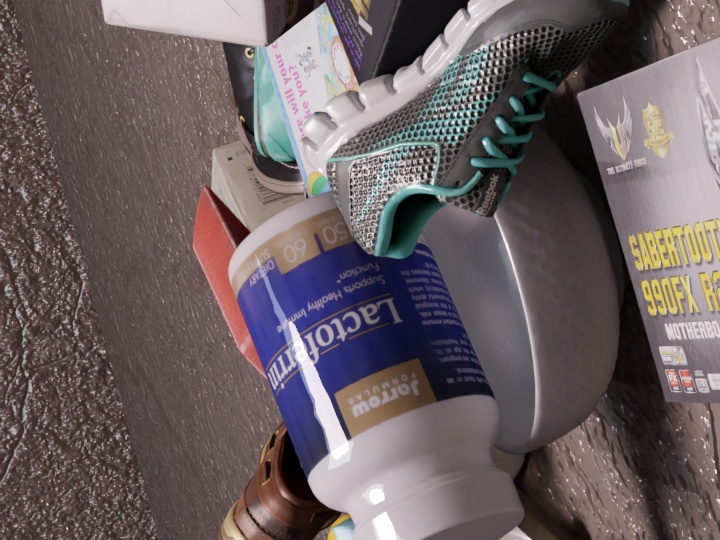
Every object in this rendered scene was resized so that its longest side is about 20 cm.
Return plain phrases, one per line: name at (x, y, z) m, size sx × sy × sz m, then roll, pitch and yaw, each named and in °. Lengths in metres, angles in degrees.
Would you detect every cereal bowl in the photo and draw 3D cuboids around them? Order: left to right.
cereal bowl at (0.091, -0.003, 1.044) m, size 0.200 × 0.083 × 0.202 m, roll 163°, pitch 90°, yaw -74°

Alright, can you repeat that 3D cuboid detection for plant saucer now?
plant saucer at (-0.037, 0.056, 1.225) m, size 0.200 × 0.037 × 0.200 m, roll 48°, pitch -176°, yaw -30°

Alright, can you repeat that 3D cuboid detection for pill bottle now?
pill bottle at (0.011, 0.064, 1.030) m, size 0.116 × 0.115 × 0.201 m, roll 108°, pitch 141°, yaw -64°

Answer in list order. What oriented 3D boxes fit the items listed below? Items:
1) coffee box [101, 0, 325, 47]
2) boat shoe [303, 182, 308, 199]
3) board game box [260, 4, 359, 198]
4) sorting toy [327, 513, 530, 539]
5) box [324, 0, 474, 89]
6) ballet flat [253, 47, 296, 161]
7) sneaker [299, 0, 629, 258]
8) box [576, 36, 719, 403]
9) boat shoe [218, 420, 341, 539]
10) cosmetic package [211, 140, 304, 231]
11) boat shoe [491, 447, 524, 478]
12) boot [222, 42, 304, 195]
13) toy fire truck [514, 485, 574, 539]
coffee box at (-0.054, -0.210, 1.072) m, size 0.112 × 0.200 × 0.080 m, roll 12°, pitch 125°, yaw 27°
boat shoe at (-0.005, -0.113, 1.294) m, size 0.201 × 0.067 × 0.072 m, roll 96°, pitch 153°, yaw -45°
board game box at (-0.005, -0.142, 1.213) m, size 0.134 × 0.034 × 0.202 m, roll -22°, pitch 84°, yaw 46°
sorting toy at (0.058, 0.200, 1.250) m, size 0.180 × 0.198 × 0.108 m, roll 117°, pitch 158°, yaw -65°
box at (0.052, -0.187, 0.913) m, size 0.200 × 0.121 × 0.107 m, roll 111°, pitch 139°, yaw -66°
ballet flat at (-0.050, -0.183, 1.368) m, size 0.067 × 0.070 × 0.202 m, roll -4°, pitch -93°, yaw -72°
sneaker at (0.061, -0.073, 0.923) m, size 0.199 × 0.077 × 0.092 m, roll -34°, pitch 65°, yaw 34°
box at (0.173, -0.022, 0.808) m, size 0.200 × 0.048 × 0.160 m, roll 170°, pitch 83°, yaw -74°
boat shoe at (-0.033, 0.136, 1.261) m, size 0.068 × 0.072 × 0.200 m, roll -55°, pitch 0°, yaw 25°
cosmetic package at (-0.087, -0.023, 1.656) m, size 0.200 × 0.071 × 0.106 m, roll 101°, pitch 148°, yaw -59°
boat shoe at (0.071, 0.082, 1.242) m, size 0.201 × 0.071 × 0.069 m, roll 84°, pitch 179°, yaw -48°
boot at (-0.065, -0.155, 1.454) m, size 0.200 × 0.073 × 0.152 m, roll -124°, pitch 21°, yaw -61°
toy fire truck at (0.126, 0.212, 1.113) m, size 0.176 × 0.128 × 0.202 m, roll -151°, pitch 58°, yaw -69°
